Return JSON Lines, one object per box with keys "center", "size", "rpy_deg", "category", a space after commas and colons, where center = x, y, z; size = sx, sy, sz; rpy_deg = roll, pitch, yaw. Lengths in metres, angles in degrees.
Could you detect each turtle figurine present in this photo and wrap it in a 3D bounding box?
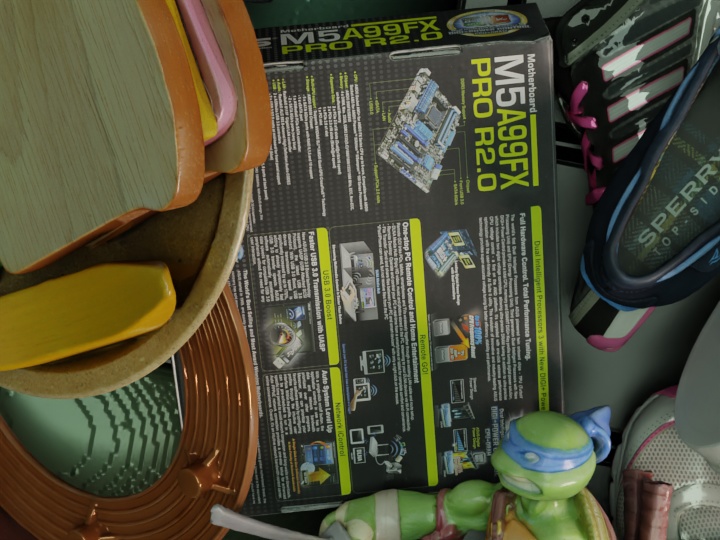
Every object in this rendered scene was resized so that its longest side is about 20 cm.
{"center": [0.033, 0.157, 0.759], "size": [0.143, 0.200, 0.195], "rpy_deg": [12, 124, 28], "category": "turtle figurine"}

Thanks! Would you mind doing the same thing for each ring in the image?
{"center": [-0.122, 0.034, 0.786], "size": [0.200, 0.019, 0.201], "rpy_deg": [16, 116, 35], "category": "ring"}

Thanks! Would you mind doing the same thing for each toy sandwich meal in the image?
{"center": [-0.121, -0.045, 0.703], "size": [0.204, 0.070, 0.206], "rpy_deg": [3, 96, 29], "category": "toy sandwich meal"}

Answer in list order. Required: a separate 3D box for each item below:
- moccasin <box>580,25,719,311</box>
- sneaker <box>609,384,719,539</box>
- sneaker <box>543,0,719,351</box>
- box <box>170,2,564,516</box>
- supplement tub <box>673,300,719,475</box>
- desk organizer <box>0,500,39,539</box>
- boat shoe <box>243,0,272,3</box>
{"center": [0.160, -0.063, 0.720], "size": [0.080, 0.068, 0.200], "rpy_deg": [34, 94, 5], "category": "moccasin"}
{"center": [0.151, 0.148, 0.804], "size": [0.081, 0.088, 0.201], "rpy_deg": [-8, 95, 4], "category": "sneaker"}
{"center": [0.105, -0.069, 0.796], "size": [0.087, 0.074, 0.201], "rpy_deg": [15, 91, 1], "category": "sneaker"}
{"center": [0.000, 0.000, 0.783], "size": [0.160, 0.044, 0.201], "rpy_deg": [-6, 116, -2], "category": "box"}
{"center": [0.237, 0.073, 0.751], "size": [0.200, 0.145, 0.146], "rpy_deg": [35, 96, -10], "category": "supplement tub"}
{"center": [-0.216, 0.186, 0.839], "size": [0.077, 0.072, 0.200], "rpy_deg": [44, 96, 1], "category": "desk organizer"}
{"center": [-0.127, -0.123, 0.803], "size": [0.199, 0.074, 0.061], "rpy_deg": [8, 96, 5], "category": "boat shoe"}
